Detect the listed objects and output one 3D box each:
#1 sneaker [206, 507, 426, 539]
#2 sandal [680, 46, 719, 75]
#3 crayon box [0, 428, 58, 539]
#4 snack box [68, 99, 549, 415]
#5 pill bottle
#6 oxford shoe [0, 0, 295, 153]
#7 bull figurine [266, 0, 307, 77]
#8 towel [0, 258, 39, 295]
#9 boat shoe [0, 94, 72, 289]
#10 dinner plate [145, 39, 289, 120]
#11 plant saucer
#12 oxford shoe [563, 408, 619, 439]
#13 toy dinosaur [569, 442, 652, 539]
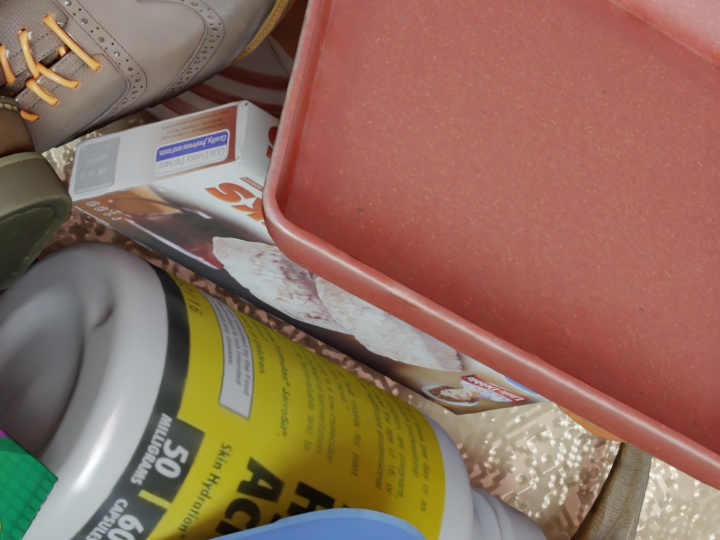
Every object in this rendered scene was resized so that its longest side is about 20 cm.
[{"bbox_3d":[-0.069,0.134,0.819,0.200,0.078,0.070,-20,137,20],"label":"sneaker"},{"bbox_3d":[0.119,-0.073,0.961,0.201,0.057,0.080,-44,137,-19],"label":"sandal"},{"bbox_3d":[-0.198,0.088,0.824,0.119,0.058,0.200,42,128,-12],"label":"crayon box"},{"bbox_3d":[0.000,0.000,0.889,0.200,0.072,0.024,30,58,-44],"label":"snack box"},{"bbox_3d":[-0.033,0.079,0.903,0.200,0.111,0.111,29,90,-33],"label":"pill bottle"},{"bbox_3d":[-0.088,-0.066,0.838,0.071,0.200,0.073,48,52,-13],"label":"oxford shoe"},{"bbox_3d":[0.003,-0.105,0.903,0.121,0.065,0.200,-43,107,-9],"label":"bull figurine"},{"bbox_3d":[-0.178,0.067,0.928,0.200,0.024,0.147,-46,102,-6],"label":"towel"},{"bbox_3d":[-0.160,0.003,0.847,0.200,0.072,0.068,-41,75,36],"label":"boat shoe"},{"bbox_3d":[-0.018,-0.138,0.937,0.200,0.024,0.200,-2,98,-12],"label":"dinner plate"},{"bbox_3d":[0.061,-0.037,0.829,0.200,0.037,0.200,29,48,-20],"label":"plant saucer"},{"bbox_3d":[0.127,0.023,0.912,0.200,0.073,0.071,14,73,-49],"label":"oxford shoe"},{"bbox_3d":[0.079,0.112,0.958,0.060,0.106,0.200,17,100,-23],"label":"toy dinosaur"}]
